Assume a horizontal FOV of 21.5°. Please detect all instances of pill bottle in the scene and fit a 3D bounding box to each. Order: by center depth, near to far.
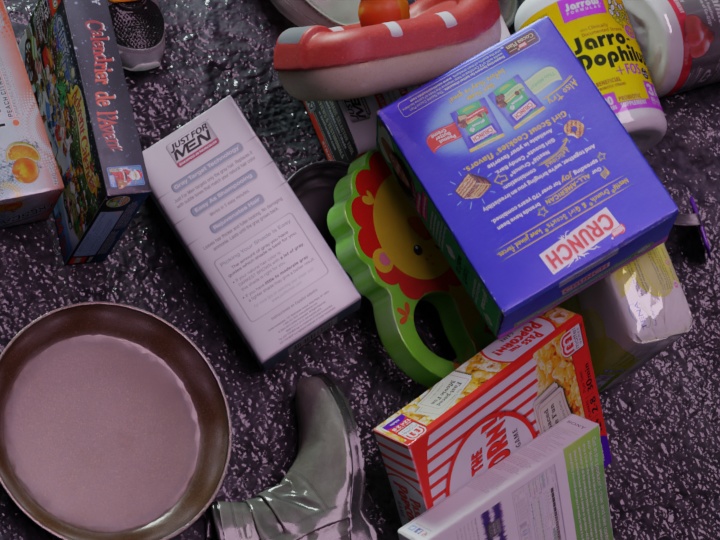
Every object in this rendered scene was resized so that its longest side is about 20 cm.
[{"bbox_3d":[0.205,-0.201,1.758,0.103,0.104,0.202,-10,72,-27],"label":"pill bottle"},{"bbox_3d":[0.338,-0.237,1.829,0.199,0.111,0.112,-16,75,-29],"label":"pill bottle"}]

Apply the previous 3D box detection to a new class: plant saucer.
[{"bbox_3d":[-0.198,0.124,1.480,0.198,0.032,0.202,9,64,-19],"label":"plant saucer"}]

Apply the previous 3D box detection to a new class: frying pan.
[{"bbox_3d":[0.007,-0.015,1.628,0.189,0.031,0.116,35,67,-14],"label":"frying pan"}]

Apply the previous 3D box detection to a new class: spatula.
[{"bbox_3d":[0.284,-0.049,1.705,0.200,0.020,0.057,18,52,-59],"label":"spatula"}]

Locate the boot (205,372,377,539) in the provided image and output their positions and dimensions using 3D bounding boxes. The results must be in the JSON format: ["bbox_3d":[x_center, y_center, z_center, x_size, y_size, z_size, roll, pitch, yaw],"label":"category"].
[{"bbox_3d":[-0.062,0.179,1.499,0.129,0.068,0.202,-5,68,-19],"label":"boot"}]

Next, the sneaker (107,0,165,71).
[{"bbox_3d":[-0.210,-0.265,1.621,0.078,0.077,0.202,-11,74,-29],"label":"sneaker"}]

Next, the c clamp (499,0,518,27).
[{"bbox_3d":[0.054,-0.289,1.776,0.198,0.027,0.172,-4,69,-25],"label":"c clamp"}]

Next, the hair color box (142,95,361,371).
[{"bbox_3d":[-0.093,-0.030,1.557,0.099,0.061,0.201,-32,83,-6],"label":"hair color box"}]

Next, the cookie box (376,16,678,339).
[{"bbox_3d":[0.132,-0.075,1.543,0.170,0.075,0.201,-29,72,-7],"label":"cookie box"}]

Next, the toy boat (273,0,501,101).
[{"bbox_3d":[0.021,-0.219,1.585,0.198,0.130,0.132,-15,101,-28],"label":"toy boat"}]

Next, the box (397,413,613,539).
[{"bbox_3d":[0.123,0.224,1.527,0.199,0.036,0.146,-28,122,-30],"label":"box"}]

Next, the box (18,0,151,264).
[{"bbox_3d":[-0.223,-0.124,1.516,0.037,0.137,0.202,-6,70,-25],"label":"box"}]

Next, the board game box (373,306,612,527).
[{"bbox_3d":[0.112,0.143,1.545,0.199,0.046,0.153,-34,124,-28],"label":"board game box"}]

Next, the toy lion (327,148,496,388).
[{"bbox_3d":[0.055,-0.002,1.602,0.190,0.068,0.202,21,61,-31],"label":"toy lion"}]

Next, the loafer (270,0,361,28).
[{"bbox_3d":[-0.061,-0.279,1.676,0.200,0.070,0.070,44,57,14],"label":"loafer"}]

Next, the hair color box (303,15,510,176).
[{"bbox_3d":[0.054,-0.155,1.697,0.198,0.061,0.102,-14,74,-29],"label":"hair color box"}]

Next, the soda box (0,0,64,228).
[{"bbox_3d":[-0.303,-0.135,1.529,0.068,0.064,0.202,-12,72,-27],"label":"soda box"}]

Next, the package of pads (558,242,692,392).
[{"bbox_3d":[0.202,-0.009,1.640,0.068,0.155,0.202,-12,73,-23],"label":"package of pads"}]
